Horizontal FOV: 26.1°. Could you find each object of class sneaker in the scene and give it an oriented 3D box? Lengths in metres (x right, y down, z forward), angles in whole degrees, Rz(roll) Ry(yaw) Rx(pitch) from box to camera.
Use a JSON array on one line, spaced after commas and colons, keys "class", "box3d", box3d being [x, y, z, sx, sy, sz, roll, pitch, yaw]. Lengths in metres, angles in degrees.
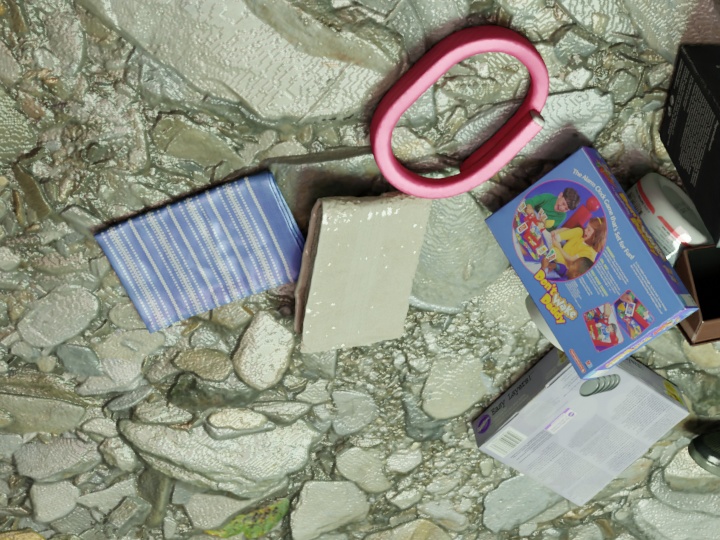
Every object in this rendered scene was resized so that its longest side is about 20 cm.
[{"class": "sneaker", "box3d": [0.498, 0.201, 1.892, 0.199, 0.076, 0.114, 7, 124, -19]}]

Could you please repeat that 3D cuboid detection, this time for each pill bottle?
[{"class": "pill bottle", "box3d": [0.276, -0.003, 1.668, 0.109, 0.109, 0.200, 33, 116, -30]}]

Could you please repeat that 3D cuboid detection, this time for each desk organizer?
[{"class": "desk organizer", "box3d": [0.423, 0.013, 1.628, 0.199, 0.072, 0.077, -9, 138, -22]}]

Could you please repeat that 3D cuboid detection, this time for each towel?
[{"class": "towel", "box3d": [-0.159, -0.017, 1.631, 0.199, 0.024, 0.145, -20, 128, 5]}, {"class": "towel", "box3d": [0.000, 0.000, 1.653, 0.132, 0.035, 0.200, -7, 130, -26]}]

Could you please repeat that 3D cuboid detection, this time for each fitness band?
[{"class": "fitness band", "box3d": [0.101, -0.156, 1.563, 0.143, 0.037, 0.200, 34, 114, -30]}]

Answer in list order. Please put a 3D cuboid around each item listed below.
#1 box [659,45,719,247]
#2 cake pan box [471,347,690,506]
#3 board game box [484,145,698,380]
[{"class": "box", "box3d": [0.426, -0.124, 1.544, 0.196, 0.200, 0.118, 0, 128, -10]}, {"class": "cake pan box", "box3d": [0.259, 0.179, 1.845, 0.184, 0.052, 0.200, 31, 116, -27]}, {"class": "board game box", "box3d": [0.236, -0.007, 1.602, 0.134, 0.200, 0.045, -37, 162, 24]}]
